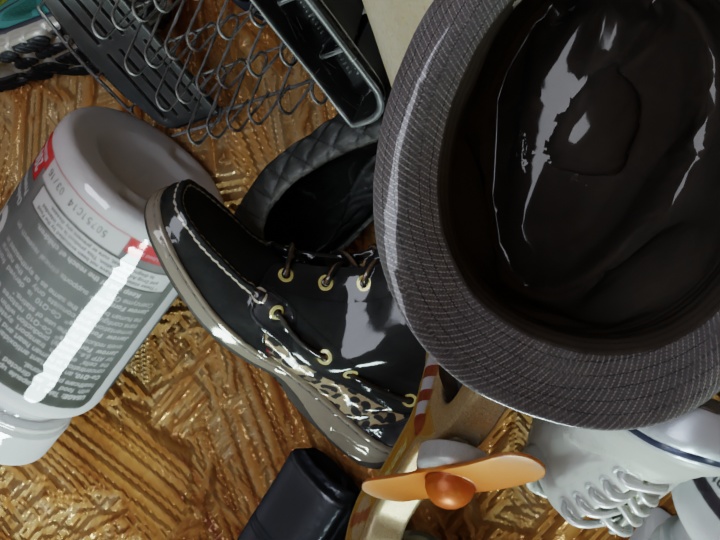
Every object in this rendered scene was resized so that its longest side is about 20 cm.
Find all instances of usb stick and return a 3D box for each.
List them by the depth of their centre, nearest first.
[{"bbox_3d":[-0.063,0.190,0.982,0.055,0.033,0.201,41,114,21],"label":"usb stick"}]

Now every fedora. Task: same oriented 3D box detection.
[{"bbox_3d":[0.094,-0.044,0.671,0.175,0.090,0.202,13,95,-2],"label":"fedora"}]

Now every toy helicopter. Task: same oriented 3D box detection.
[{"bbox_3d":[0.038,0.081,0.799,0.078,0.133,0.201,18,127,-13],"label":"toy helicopter"}]

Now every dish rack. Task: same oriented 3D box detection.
[{"bbox_3d":[-0.089,-0.131,0.890,0.199,0.055,0.154,-13,129,40],"label":"dish rack"}]

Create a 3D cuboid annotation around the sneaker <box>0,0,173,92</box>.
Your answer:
[{"bbox_3d":[-0.202,-0.160,1.017,0.198,0.077,0.081,-4,83,32],"label":"sneaker"}]

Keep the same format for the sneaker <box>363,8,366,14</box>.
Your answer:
[{"bbox_3d":[-0.041,-0.204,0.863,0.199,0.081,0.075,38,73,-15],"label":"sneaker"}]

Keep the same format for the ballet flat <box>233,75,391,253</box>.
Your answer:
[{"bbox_3d":[-0.009,-0.044,0.904,0.200,0.066,0.057,-43,36,25],"label":"ballet flat"}]

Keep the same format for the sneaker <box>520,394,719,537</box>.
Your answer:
[{"bbox_3d":[0.120,0.084,0.742,0.072,0.200,0.072,18,85,-5],"label":"sneaker"}]

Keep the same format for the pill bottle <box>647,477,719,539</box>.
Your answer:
[{"bbox_3d":[0.211,0.089,0.756,0.111,0.111,0.201,44,115,21],"label":"pill bottle"}]

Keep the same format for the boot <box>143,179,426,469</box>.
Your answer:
[{"bbox_3d":[0.000,0.000,0.869,0.150,0.073,0.200,-34,108,25],"label":"boot"}]

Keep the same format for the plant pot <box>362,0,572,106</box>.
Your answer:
[{"bbox_3d":[0.077,-0.140,0.780,0.199,0.200,0.186,-9,96,32],"label":"plant pot"}]

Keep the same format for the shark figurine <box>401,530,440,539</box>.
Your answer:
[{"bbox_3d":[0.041,0.176,0.878,0.089,0.214,0.129,29,78,-12],"label":"shark figurine"}]

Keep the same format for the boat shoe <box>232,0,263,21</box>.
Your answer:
[{"bbox_3d":[-0.078,-0.234,0.937,0.074,0.062,0.202,-19,85,29],"label":"boat shoe"}]

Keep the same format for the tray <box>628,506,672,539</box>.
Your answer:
[{"bbox_3d":[0.140,0.233,0.866,0.107,0.022,0.201,38,112,23],"label":"tray"}]

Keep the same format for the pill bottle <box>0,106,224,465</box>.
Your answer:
[{"bbox_3d":[-0.176,0.013,0.989,0.114,0.114,0.200,48,116,19],"label":"pill bottle"}]
